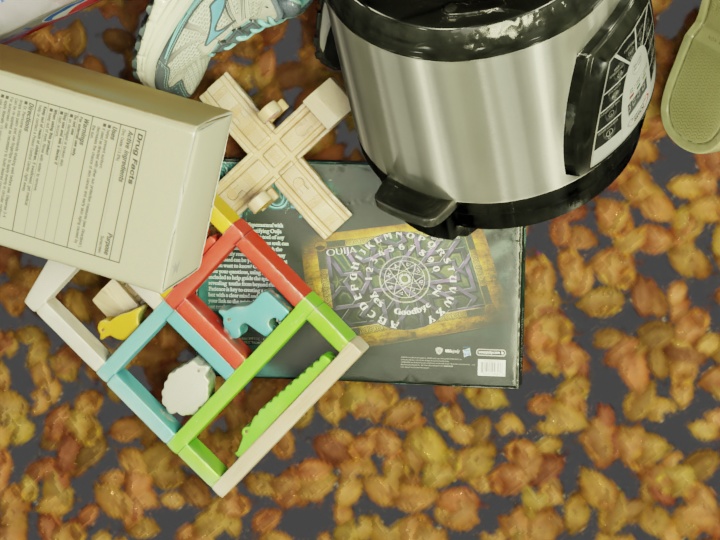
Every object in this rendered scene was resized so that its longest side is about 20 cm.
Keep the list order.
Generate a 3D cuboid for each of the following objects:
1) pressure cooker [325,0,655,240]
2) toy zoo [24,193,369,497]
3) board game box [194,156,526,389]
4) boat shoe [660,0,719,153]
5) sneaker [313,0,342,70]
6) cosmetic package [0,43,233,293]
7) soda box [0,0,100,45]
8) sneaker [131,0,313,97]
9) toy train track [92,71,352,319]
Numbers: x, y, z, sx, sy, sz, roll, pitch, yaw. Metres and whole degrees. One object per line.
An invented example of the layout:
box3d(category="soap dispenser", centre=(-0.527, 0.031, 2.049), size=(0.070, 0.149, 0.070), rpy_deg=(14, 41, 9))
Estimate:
box3d(category="pressure cooker", centre=(0.075, -0.124, 1.539), size=(0.175, 0.179, 0.200), rpy_deg=(-15, 137, -2))
box3d(category="toy zoo", centre=(-0.109, 0.021, 1.622), size=(0.200, 0.020, 0.131), rpy_deg=(45, 108, 3))
box3d(category="board game box", centre=(0.000, 0.000, 1.650), size=(0.199, 0.028, 0.136), rpy_deg=(2, 95, 9))
box3d(category="boat shoe", centre=(0.240, -0.159, 1.560), size=(0.075, 0.068, 0.200), rpy_deg=(44, 122, 30))
box3d(category="sneaker", centre=(0.039, -0.203, 1.606), size=(0.087, 0.076, 0.200), rpy_deg=(22, 98, 0))
box3d(category="cosmetic package", centre=(-0.184, -0.067, 1.576), size=(0.200, 0.071, 0.105), rpy_deg=(18, 106, 11))
box3d(category="soda box", centre=(-0.212, -0.174, 1.646), size=(0.200, 0.070, 0.064), rpy_deg=(-23, 92, 10))
box3d(category="sneaker", centre=(-0.073, -0.159, 1.584), size=(0.086, 0.078, 0.200), rpy_deg=(26, 141, 0))
box3d(category="toy train track", centre=(-0.084, -0.039, 1.629), size=(0.200, 0.033, 0.115), rpy_deg=(-43, 87, 11))
